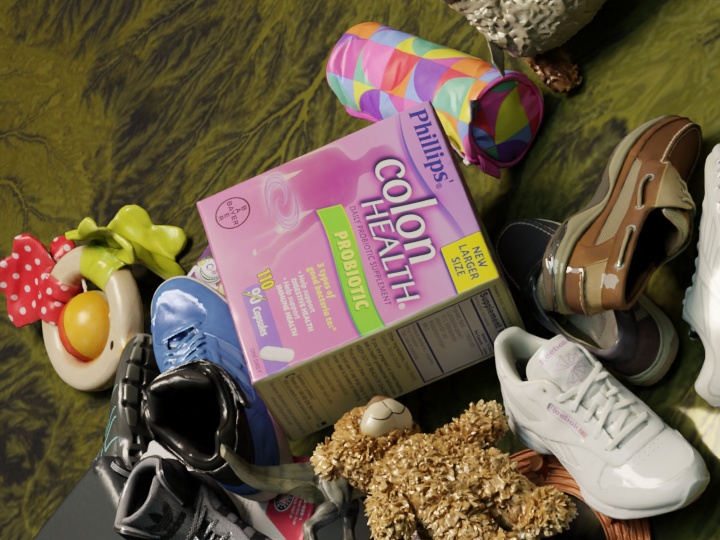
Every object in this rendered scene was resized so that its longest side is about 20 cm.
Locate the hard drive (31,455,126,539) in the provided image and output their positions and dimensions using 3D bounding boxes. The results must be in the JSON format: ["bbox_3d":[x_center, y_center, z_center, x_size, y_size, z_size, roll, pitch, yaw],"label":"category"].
[{"bbox_3d":[-0.191,0.265,1.682,0.140,0.033,0.201,-50,55,25],"label":"hard drive"}]

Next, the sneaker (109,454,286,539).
[{"bbox_3d":[-0.114,0.202,1.586,0.076,0.114,0.200,-55,46,3],"label":"sneaker"}]

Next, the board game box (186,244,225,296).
[{"bbox_3d":[-0.040,0.020,1.706,0.199,0.032,0.120,24,66,29],"label":"board game box"}]

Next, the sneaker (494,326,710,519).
[{"bbox_3d":[0.159,0.105,1.517,0.075,0.100,0.199,-39,41,-19],"label":"sneaker"}]

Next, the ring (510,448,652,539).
[{"bbox_3d":[0.122,0.219,1.554,0.199,0.019,0.202,-20,56,33],"label":"ring"}]

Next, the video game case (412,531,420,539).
[{"bbox_3d":[0.070,0.278,1.525,0.200,0.045,0.182,31,90,47],"label":"video game case"}]

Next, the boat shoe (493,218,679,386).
[{"bbox_3d":[0.156,0.013,1.598,0.072,0.065,0.200,-52,43,10],"label":"boat shoe"}]

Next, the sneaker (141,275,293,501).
[{"bbox_3d":[-0.125,0.076,1.632,0.076,0.111,0.201,-31,62,14],"label":"sneaker"}]

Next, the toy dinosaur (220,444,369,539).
[{"bbox_3d":[-0.018,0.171,1.603,0.047,0.199,0.089,-25,69,51],"label":"toy dinosaur"}]

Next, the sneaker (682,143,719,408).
[{"bbox_3d":[0.258,0.003,1.513,0.081,0.075,0.202,-29,50,39],"label":"sneaker"}]

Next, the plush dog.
[{"bbox_3d":[0.164,-0.249,1.680,0.172,0.200,0.161,-43,79,29],"label":"plush dog"}]

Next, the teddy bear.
[{"bbox_3d":[0.057,0.146,1.523,0.144,0.067,0.200,-28,46,-12],"label":"teddy bear"}]

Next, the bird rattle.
[{"bbox_3d":[-0.253,0.028,1.940,0.199,0.112,0.165,-24,70,35],"label":"bird rattle"}]

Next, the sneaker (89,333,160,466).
[{"bbox_3d":[-0.201,0.151,1.839,0.079,0.075,0.202,-19,57,39],"label":"sneaker"}]

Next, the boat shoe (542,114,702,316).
[{"bbox_3d":[0.203,-0.033,1.543,0.073,0.076,0.200,12,47,32],"label":"boat shoe"}]

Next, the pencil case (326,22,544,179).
[{"bbox_3d":[0.058,-0.142,1.758,0.199,0.088,0.089,28,88,48],"label":"pencil case"}]

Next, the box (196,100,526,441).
[{"bbox_3d":[0.000,0.000,1.629,0.198,0.097,0.177,-22,55,4],"label":"box"}]

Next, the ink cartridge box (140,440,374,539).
[{"bbox_3d":[-0.094,0.221,1.699,0.199,0.083,0.147,2,70,42],"label":"ink cartridge box"}]
